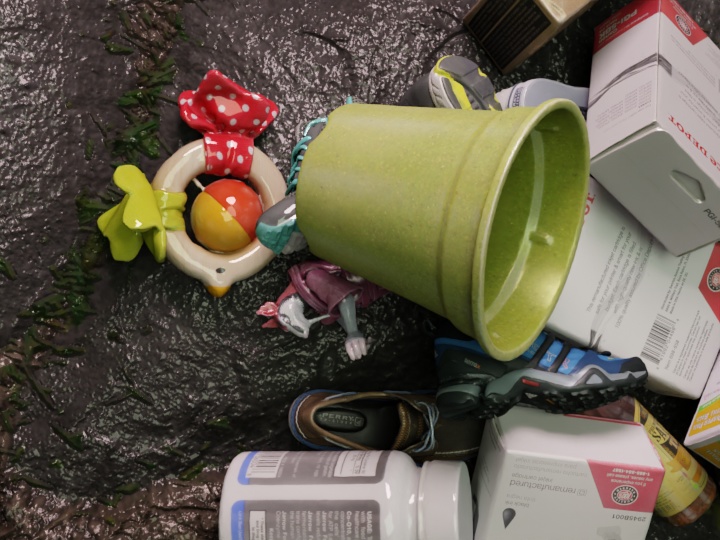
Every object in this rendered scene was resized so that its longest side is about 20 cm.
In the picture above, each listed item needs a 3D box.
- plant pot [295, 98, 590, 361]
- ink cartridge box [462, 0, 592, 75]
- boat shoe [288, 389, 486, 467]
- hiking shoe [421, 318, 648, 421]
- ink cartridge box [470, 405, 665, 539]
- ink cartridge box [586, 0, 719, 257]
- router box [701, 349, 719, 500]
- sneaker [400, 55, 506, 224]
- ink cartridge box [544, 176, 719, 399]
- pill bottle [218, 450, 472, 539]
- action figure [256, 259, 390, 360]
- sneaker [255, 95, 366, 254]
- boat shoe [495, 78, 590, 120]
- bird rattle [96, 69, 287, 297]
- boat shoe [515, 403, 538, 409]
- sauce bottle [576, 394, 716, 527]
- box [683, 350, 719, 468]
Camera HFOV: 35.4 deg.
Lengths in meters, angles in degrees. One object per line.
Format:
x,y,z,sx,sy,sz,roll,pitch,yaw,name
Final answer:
0.057,-0.051,0.886,0.184,0.200,0.201,16,81,27,plant pot
0.205,-0.286,1.039,0.200,0.165,0.075,-41,93,-12,ink cartridge box
0.037,0.145,1.022,0.199,0.072,0.073,2,85,-13,boat shoe
0.155,0.075,0.960,0.199,0.074,0.087,0,67,-21,hiking shoe
0.167,0.232,0.996,0.145,0.085,0.201,8,113,-6,ink cartridge box
0.280,-0.135,1.022,0.147,0.083,0.200,39,44,-25,ink cartridge box
0.437,0.150,1.092,0.199,0.052,0.158,3,66,-12,router box
0.104,-0.091,1.004,0.074,0.085,0.201,-29,97,-37,sneaker
0.245,0.015,1.069,0.200,0.084,0.145,26,82,-10,ink cartridge box
-0.009,0.210,0.954,0.199,0.114,0.114,-2,86,13,pill bottle
0.000,0.000,0.994,0.199,0.134,0.149,-16,89,-15,action figure
-0.036,-0.089,1.009,0.091,0.078,0.200,46,50,5,sneaker
0.189,-0.134,1.075,0.202,0.086,0.075,3,88,-41,boat shoe
-0.134,-0.071,1.009,0.163,0.113,0.200,49,65,-17,bird rattle
0.153,0.117,1.037,0.065,0.074,0.203,-19,98,9,boat shoe
0.251,0.156,1.070,0.200,0.066,0.066,45,79,-8,sauce bottle
0.392,0.095,1.014,0.112,0.101,0.200,34,63,-4,box
